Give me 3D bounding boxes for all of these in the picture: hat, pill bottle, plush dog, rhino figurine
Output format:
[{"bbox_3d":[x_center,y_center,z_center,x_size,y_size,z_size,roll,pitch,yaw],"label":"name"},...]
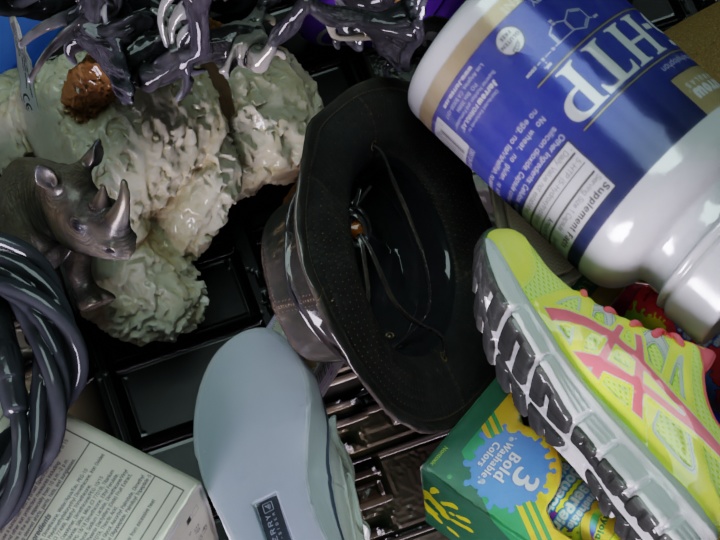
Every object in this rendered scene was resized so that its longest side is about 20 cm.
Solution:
[{"bbox_3d":[0.000,0.000,1.311,0.081,0.200,0.202,-18,55,32],"label":"hat"},{"bbox_3d":[0.132,-0.062,1.283,0.200,0.120,0.120,43,71,11],"label":"pill bottle"},{"bbox_3d":[-0.099,-0.083,1.397,0.171,0.161,0.200,-18,58,-33],"label":"plush dog"},{"bbox_3d":[-0.171,-0.014,1.324,0.060,0.200,0.088,-21,85,-35],"label":"rhino figurine"}]

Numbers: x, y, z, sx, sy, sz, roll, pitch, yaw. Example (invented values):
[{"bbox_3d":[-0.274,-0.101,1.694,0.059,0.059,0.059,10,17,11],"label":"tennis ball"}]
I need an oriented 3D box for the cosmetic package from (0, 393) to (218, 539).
[{"bbox_3d":[-0.186,0.123,1.307,0.199,0.087,0.104,27,68,16],"label":"cosmetic package"}]

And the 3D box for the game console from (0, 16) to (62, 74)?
[{"bbox_3d":[-0.273,-0.176,1.519,0.170,0.118,0.201,8,56,44],"label":"game console"}]

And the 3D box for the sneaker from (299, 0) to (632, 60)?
[{"bbox_3d":[0.062,-0.141,1.449,0.199,0.070,0.100,-10,75,5],"label":"sneaker"}]

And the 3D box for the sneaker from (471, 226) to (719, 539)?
[{"bbox_3d":[0.130,0.053,1.251,0.090,0.078,0.200,-32,73,-14],"label":"sneaker"}]

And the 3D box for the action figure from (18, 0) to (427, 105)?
[{"bbox_3d":[-0.073,-0.142,1.270,0.198,0.103,0.119,-4,28,-15],"label":"action figure"}]

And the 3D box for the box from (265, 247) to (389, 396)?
[{"bbox_3d":[0.003,-0.013,1.397,0.038,0.042,0.201,25,66,16],"label":"box"}]

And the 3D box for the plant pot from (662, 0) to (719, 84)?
[{"bbox_3d":[0.257,-0.095,1.362,0.198,0.187,0.188,-8,60,15],"label":"plant pot"}]

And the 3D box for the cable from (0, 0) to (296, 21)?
[{"bbox_3d":[-0.123,-0.170,1.394,0.199,0.163,0.051,-6,91,-25],"label":"cable"}]

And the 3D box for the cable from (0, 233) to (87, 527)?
[{"bbox_3d":[-0.230,0.071,1.256,0.162,0.051,0.201,20,73,6],"label":"cable"}]

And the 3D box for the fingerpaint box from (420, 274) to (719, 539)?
[{"bbox_3d":[0.156,0.090,1.309,0.166,0.074,0.200,35,69,21],"label":"fingerpaint box"}]

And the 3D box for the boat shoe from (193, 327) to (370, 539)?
[{"bbox_3d":[-0.027,0.128,1.300,0.074,0.086,0.203,-27,54,9],"label":"boat shoe"}]

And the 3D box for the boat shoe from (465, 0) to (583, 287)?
[{"bbox_3d":[0.094,-0.082,1.387,0.074,0.068,0.202,-3,78,5],"label":"boat shoe"}]

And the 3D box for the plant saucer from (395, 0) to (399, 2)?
[{"bbox_3d":[0.044,-0.243,1.420,0.199,0.037,0.201,-16,51,22],"label":"plant saucer"}]
